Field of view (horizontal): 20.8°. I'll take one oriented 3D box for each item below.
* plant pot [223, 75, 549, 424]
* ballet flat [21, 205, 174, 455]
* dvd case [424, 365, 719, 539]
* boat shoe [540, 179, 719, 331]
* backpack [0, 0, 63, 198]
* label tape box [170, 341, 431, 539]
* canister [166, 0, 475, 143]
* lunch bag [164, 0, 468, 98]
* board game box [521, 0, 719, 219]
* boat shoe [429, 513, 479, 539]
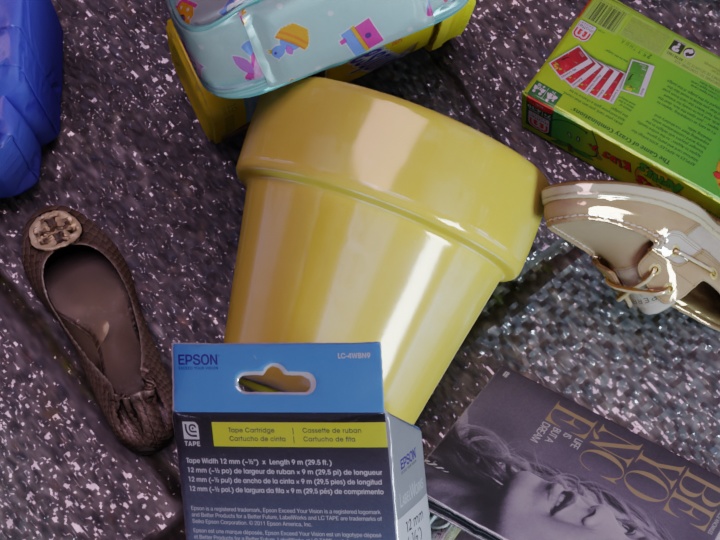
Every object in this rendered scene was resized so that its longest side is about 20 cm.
[{"bbox_3d":[0.000,0.000,1.264,0.199,0.201,0.191,18,83,12],"label":"plant pot"},{"bbox_3d":[-0.178,0.033,1.329,0.067,0.046,0.201,-23,65,-8],"label":"ballet flat"},{"bbox_3d":[0.145,0.144,1.232,0.199,0.016,0.149,27,38,15],"label":"dvd case"},{"bbox_3d":[0.194,-0.005,1.262,0.199,0.073,0.070,18,73,-35],"label":"boat shoe"},{"bbox_3d":[-0.319,-0.134,1.355,0.198,0.163,0.170,-2,68,2],"label":"backpack"},{"bbox_3d":[-0.033,0.137,1.187,0.142,0.066,0.202,-2,98,22],"label":"label tape box"},{"bbox_3d":[-0.030,-0.170,1.360,0.198,0.149,0.087,-25,86,-5],"label":"canister"},{"bbox_3d":[-0.029,-0.200,1.237,0.198,0.078,0.161,-23,41,-2],"label":"lunch bag"},{"bbox_3d":[0.222,-0.102,1.366,0.199,0.048,0.102,31,71,17],"label":"board game box"},{"bbox_3d":[0.076,0.185,1.229,0.200,0.065,0.075,22,68,13],"label":"boat shoe"}]
